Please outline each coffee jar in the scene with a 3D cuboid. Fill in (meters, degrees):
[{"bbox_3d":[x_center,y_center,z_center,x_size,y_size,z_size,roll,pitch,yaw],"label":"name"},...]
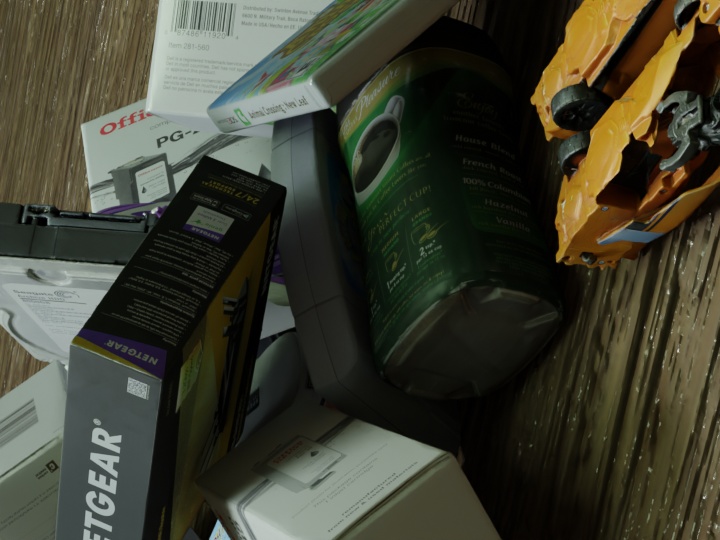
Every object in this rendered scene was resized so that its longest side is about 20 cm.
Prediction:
[{"bbox_3d":[0.044,-0.038,0.998,0.104,0.085,0.202,-49,38,41],"label":"coffee jar"}]

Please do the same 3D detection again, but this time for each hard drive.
[{"bbox_3d":[-0.157,0.016,1.112,0.200,0.138,0.038,69,-152,-67],"label":"hard drive"}]

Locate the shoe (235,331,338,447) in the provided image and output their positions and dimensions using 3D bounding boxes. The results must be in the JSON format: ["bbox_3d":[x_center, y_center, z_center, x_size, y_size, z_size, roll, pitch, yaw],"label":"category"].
[{"bbox_3d":[-0.041,0.096,1.149,0.200,0.090,0.072,-36,48,53],"label":"shoe"}]

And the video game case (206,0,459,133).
[{"bbox_3d":[0.018,-0.149,1.015,0.200,0.022,0.182,-42,14,-16],"label":"video game case"}]

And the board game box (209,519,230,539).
[{"bbox_3d":[-0.058,0.247,1.208,0.197,0.055,0.201,-106,31,-46],"label":"board game box"}]

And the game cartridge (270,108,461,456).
[{"bbox_3d":[0.000,0.000,1.050,0.040,0.133,0.202,-28,50,23],"label":"game cartridge"}]

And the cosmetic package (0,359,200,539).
[{"bbox_3d":[-0.153,0.167,1.129,0.201,0.084,0.108,57,178,-23],"label":"cosmetic package"}]

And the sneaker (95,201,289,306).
[{"bbox_3d":[-0.093,-0.031,1.162,0.198,0.084,0.081,-1,47,28],"label":"sneaker"}]

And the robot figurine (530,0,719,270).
[{"bbox_3d":[0.138,-0.094,0.816,0.200,0.058,0.146,126,145,-52],"label":"robot figurine"}]

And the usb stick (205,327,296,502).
[{"bbox_3d":[-0.084,0.098,1.357,0.201,0.032,0.056,-61,37,44],"label":"usb stick"}]

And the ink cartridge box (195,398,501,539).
[{"bbox_3d":[0.010,0.157,0.939,0.147,0.082,0.200,59,164,-14],"label":"ink cartridge box"}]

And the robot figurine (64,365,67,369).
[{"bbox_3d":[-0.170,0.049,1.462,0.174,0.115,0.202,20,95,28],"label":"robot figurine"}]

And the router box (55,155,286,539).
[{"bbox_3d":[-0.102,0.065,0.984,0.158,0.052,0.201,-61,-12,-45],"label":"router box"}]

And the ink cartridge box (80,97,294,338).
[{"bbox_3d":[-0.110,-0.041,1.298,0.201,0.144,0.084,-106,-6,-45],"label":"ink cartridge box"}]

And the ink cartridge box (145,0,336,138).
[{"bbox_3d":[-0.046,-0.188,1.187,0.084,0.145,0.202,14,-97,-72],"label":"ink cartridge box"}]
